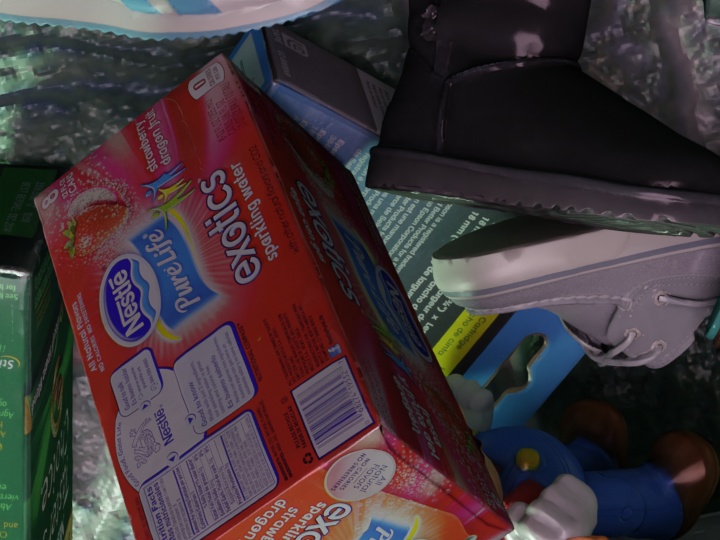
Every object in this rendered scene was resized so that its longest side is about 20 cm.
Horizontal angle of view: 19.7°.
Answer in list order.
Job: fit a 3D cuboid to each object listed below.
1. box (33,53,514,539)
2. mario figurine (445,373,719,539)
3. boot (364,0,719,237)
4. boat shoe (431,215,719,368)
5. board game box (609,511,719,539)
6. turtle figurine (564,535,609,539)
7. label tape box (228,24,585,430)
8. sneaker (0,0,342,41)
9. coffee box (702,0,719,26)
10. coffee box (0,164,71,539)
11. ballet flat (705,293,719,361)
[{"bbox_3d":[-0.037,0.030,0.760,0.100,0.200,0.095,-36,137,12],"label":"box"},{"bbox_3d":[0.060,0.077,0.843,0.123,0.200,0.106,-32,72,42],"label":"mario figurine"},{"bbox_3d":[0.085,-0.120,0.792,0.165,0.066,0.200,11,89,34],"label":"boot"},{"bbox_3d":[0.123,0.006,0.867,0.201,0.070,0.072,-9,98,-27],"label":"boat shoe"},{"bbox_3d":[0.116,0.136,0.902,0.200,0.200,0.026,-14,87,10],"label":"board game box"},{"bbox_3d":[0.062,0.148,0.765,0.200,0.064,0.161,6,132,-38],"label":"turtle figurine"},{"bbox_3d":[0.000,0.000,0.914,0.200,0.063,0.144,27,114,-26],"label":"label tape box"},{"bbox_3d":[-0.079,-0.141,0.833,0.200,0.077,0.081,6,113,24],"label":"sneaker"},{"bbox_3d":[0.154,-0.206,0.786,0.044,0.123,0.200,3,116,7],"label":"coffee box"},{"bbox_3d":[-0.157,0.066,0.925,0.044,0.123,0.200,4,113,0],"label":"coffee box"},{"bbox_3d":[0.189,-0.043,0.794,0.064,0.067,0.200,20,120,10],"label":"ballet flat"}]
